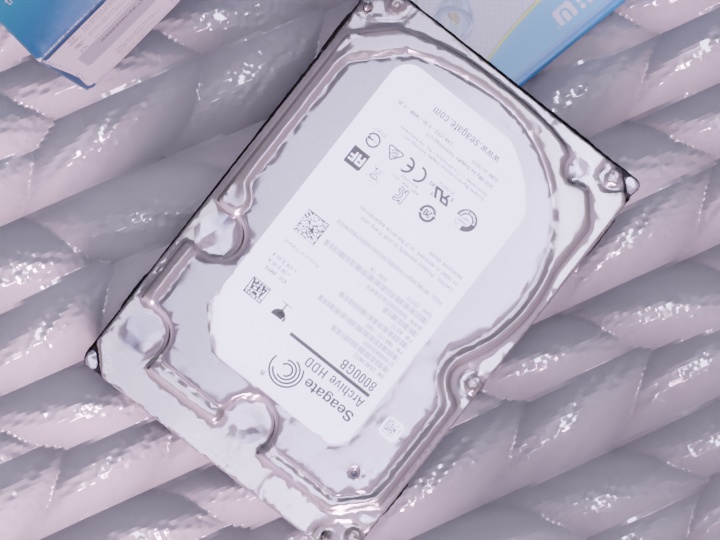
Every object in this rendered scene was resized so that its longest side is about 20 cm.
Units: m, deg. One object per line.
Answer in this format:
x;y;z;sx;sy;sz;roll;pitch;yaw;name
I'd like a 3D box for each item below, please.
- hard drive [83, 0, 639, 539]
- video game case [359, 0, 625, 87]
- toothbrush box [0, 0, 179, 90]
0.000;0.000;1.158;0.140;0.038;0.200;39;92;-4;hard drive
0.037;-0.181;1.186;0.143;0.018;0.200;-39;93;-6;video game case
-0.133;-0.195;1.112;0.146;0.085;0.200;-44;80;2;toothbrush box
